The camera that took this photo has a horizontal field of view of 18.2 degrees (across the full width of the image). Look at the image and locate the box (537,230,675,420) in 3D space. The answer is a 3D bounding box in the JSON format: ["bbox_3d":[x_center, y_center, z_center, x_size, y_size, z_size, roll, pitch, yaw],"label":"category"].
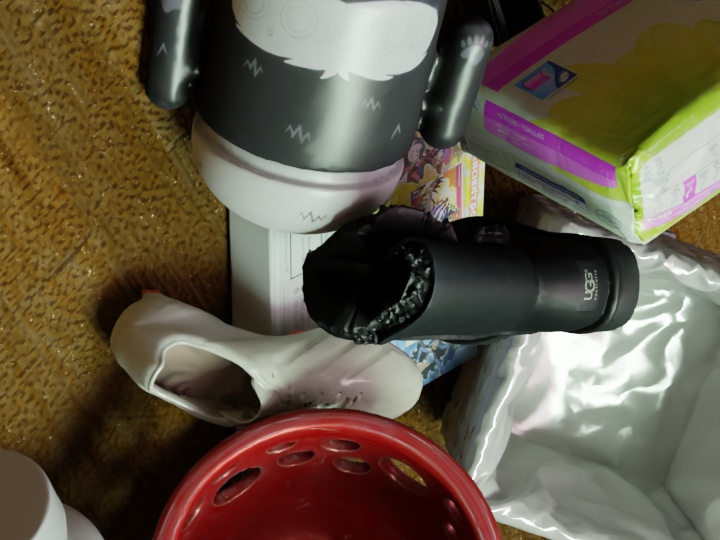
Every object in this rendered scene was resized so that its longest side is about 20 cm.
[{"bbox_3d":[0.148,0.053,1.591,0.082,0.049,0.201,9,106,-52],"label":"box"}]

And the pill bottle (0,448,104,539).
[{"bbox_3d":[-0.184,0.195,1.229,0.120,0.119,0.200,-42,139,-24],"label":"pill bottle"}]

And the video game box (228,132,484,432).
[{"bbox_3d":[0.000,0.000,1.381,0.182,0.047,0.201,-26,132,-34],"label":"video game box"}]

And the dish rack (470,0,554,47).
[{"bbox_3d":[0.138,-0.234,1.373,0.200,0.055,0.154,-40,140,-16],"label":"dish rack"}]

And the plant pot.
[{"bbox_3d":[-0.023,0.194,1.287,0.201,0.200,0.183,-49,173,-15],"label":"plant pot"}]

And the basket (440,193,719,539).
[{"bbox_3d":[0.175,0.072,1.469,0.199,0.161,0.199,18,101,-8],"label":"basket"}]

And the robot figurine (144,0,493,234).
[{"bbox_3d":[-0.023,-0.118,1.205,0.125,0.150,0.201,-28,138,-52],"label":"robot figurine"}]

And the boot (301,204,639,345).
[{"bbox_3d":[0.033,0.004,1.259,0.168,0.200,0.077,3,89,-36],"label":"boot"}]

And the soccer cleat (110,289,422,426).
[{"bbox_3d":[-0.049,0.064,1.284,0.199,0.078,0.069,13,116,-28],"label":"soccer cleat"}]

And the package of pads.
[{"bbox_3d":[0.178,-0.110,1.324,0.200,0.154,0.068,-34,133,-26],"label":"package of pads"}]
